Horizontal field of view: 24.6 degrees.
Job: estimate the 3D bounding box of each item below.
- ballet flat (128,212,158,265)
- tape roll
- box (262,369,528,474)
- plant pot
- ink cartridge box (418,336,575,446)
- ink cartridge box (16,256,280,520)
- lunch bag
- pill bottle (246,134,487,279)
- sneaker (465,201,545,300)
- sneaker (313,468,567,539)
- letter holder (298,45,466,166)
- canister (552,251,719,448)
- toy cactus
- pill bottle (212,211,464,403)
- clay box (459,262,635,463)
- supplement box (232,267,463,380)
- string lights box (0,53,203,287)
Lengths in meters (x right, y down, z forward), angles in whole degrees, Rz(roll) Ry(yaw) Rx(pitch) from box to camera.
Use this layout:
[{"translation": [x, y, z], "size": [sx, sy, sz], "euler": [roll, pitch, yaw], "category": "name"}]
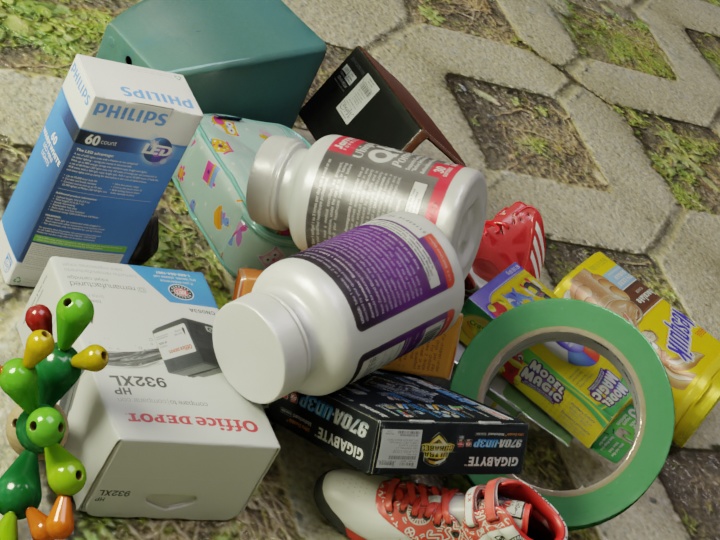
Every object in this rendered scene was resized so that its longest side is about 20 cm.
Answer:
[{"translation": [-0.220, -0.085, 1.536], "size": [0.066, 0.057, 0.201], "euler": [10, 37, -34], "category": "ballet flat"}, {"translation": [0.176, 0.127, 1.461], "size": [0.200, 0.201, 0.048], "euler": [38, -7, 11], "category": "tape roll"}, {"translation": [0.017, 0.119, 1.375], "size": [0.158, 0.046, 0.199], "euler": [5, 9, -37], "category": "box"}, {"translation": [-0.169, -0.202, 1.684], "size": [0.199, 0.142, 0.141], "euler": [-18, 55, -44], "category": "plant pot"}, {"translation": [0.114, 0.103, 1.565], "size": [0.199, 0.060, 0.104], "euler": [36, 30, 6], "category": "ink cartridge box"}, {"translation": [-0.169, 0.091, 1.298], "size": [0.144, 0.084, 0.201], "euler": [8, 38, -35], "category": "ink cartridge box"}, {"translation": [-0.087, -0.071, 1.616], "size": [0.159, 0.077, 0.201], "euler": [3, 42, -39], "category": "lunch bag"}, {"translation": [0.004, -0.057, 1.463], "size": [0.198, 0.112, 0.111], "euler": [15, 26, 18], "category": "pill bottle"}, {"translation": [0.113, -0.034, 1.669], "size": [0.200, 0.078, 0.116], "euler": [39, 64, -40], "category": "sneaker"}, {"translation": [0.069, 0.192, 1.336], "size": [0.200, 0.108, 0.067], "euler": [29, 42, -6], "category": "sneaker"}, {"translation": [0.042, -0.120, 1.730], "size": [0.142, 0.101, 0.200], "euler": [36, 14, -35], "category": "letter holder"}, {"translation": [0.294, 0.078, 1.742], "size": [0.199, 0.087, 0.148], "euler": [38, 30, 13], "category": "canister"}, {"translation": [-0.236, 0.114, 1.166], "size": [0.101, 0.202, 0.165], "euler": [7, -6, -12], "category": "toy cactus"}, {"translation": [-0.019, 0.032, 1.318], "size": [0.199, 0.112, 0.111], "euler": [-24, 60, -42], "category": "pill bottle"}, {"translation": [0.190, 0.085, 1.552], "size": [0.200, 0.048, 0.115], "euler": [39, 32, 12], "category": "clay box"}, {"translation": [-0.014, 0.047, 1.453], "size": [0.198, 0.070, 0.067], "euler": [8, 6, -7], "category": "supplement box"}, {"translation": [-0.221, -0.075, 1.377], "size": [0.102, 0.201, 0.059], "euler": [8, 37, -36], "category": "string lights box"}]
